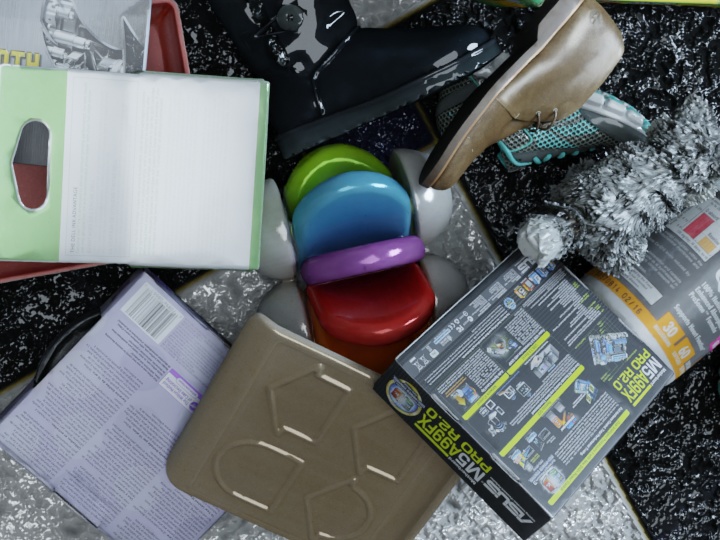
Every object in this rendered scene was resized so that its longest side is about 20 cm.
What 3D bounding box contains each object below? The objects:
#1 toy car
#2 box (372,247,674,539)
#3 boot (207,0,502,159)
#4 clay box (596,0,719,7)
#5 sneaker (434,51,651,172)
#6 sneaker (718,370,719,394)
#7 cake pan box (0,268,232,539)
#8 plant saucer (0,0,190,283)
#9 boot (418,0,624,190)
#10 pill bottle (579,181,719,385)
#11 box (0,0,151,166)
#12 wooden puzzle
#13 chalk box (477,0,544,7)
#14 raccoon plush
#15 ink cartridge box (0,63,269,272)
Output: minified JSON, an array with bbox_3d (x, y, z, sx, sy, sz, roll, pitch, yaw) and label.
[{"bbox_3d":[0.000,0.000,1.101,0.175,0.150,0.200,-12,100,-7],"label":"toy car"},{"bbox_3d":[0.128,0.083,1.057,0.160,0.044,0.200,45,48,6],"label":"box"},{"bbox_3d":[-0.010,-0.199,1.085,0.200,0.076,0.168,-22,96,14],"label":"boot"},{"bbox_3d":[0.242,-0.279,1.154,0.200,0.048,0.115,0,98,-8],"label":"clay box"},{"bbox_3d":[0.152,-0.120,1.156,0.200,0.078,0.091,21,102,-4],"label":"sneaker"},{"bbox_3d":[0.395,0.048,1.217,0.091,0.078,0.200,28,97,-28],"label":"sneaker"},{"bbox_3d":[-0.174,0.123,1.140,0.200,0.052,0.184,42,88,-13],"label":"cake pan box"},{"bbox_3d":[-0.228,-0.103,1.107,0.200,0.037,0.200,-11,99,-9],"label":"plant saucer"},{"bbox_3d":[0.126,-0.128,1.077,0.075,0.074,0.200,42,86,-12],"label":"boot"},{"bbox_3d":[0.289,-0.006,1.166,0.200,0.116,0.116,-39,102,-2],"label":"pill bottle"},{"bbox_3d":[-0.262,-0.160,1.050,0.200,0.048,0.159,6,97,-11],"label":"box"},{"bbox_3d":[-0.030,0.136,1.088,0.200,0.046,0.185,29,121,-5],"label":"wooden puzzle"},{"bbox_3d":[0.093,-0.270,1.011,0.124,0.200,0.124,25,97,-10],"label":"chalk box"},{"bbox_3d":[0.215,-0.057,1.056,0.134,0.200,0.097,-39,92,31],"label":"raccoon plush"},{"bbox_3d":[-0.170,-0.075,1.029,0.200,0.048,0.146,2,97,-17],"label":"ink cartridge box"}]
